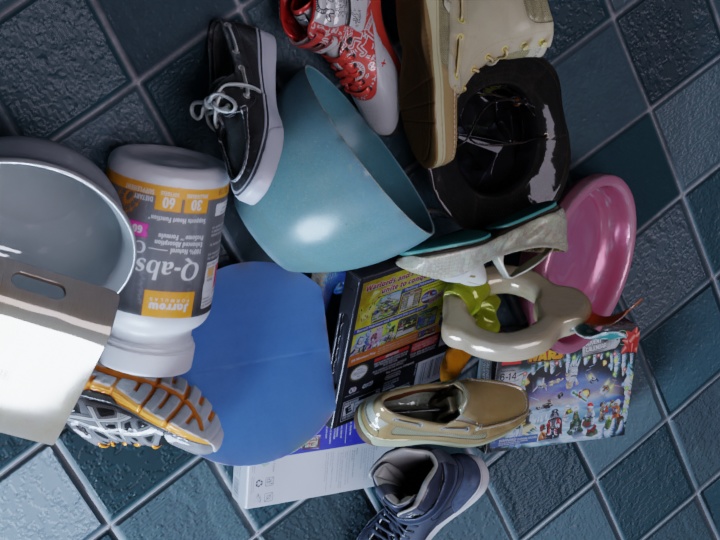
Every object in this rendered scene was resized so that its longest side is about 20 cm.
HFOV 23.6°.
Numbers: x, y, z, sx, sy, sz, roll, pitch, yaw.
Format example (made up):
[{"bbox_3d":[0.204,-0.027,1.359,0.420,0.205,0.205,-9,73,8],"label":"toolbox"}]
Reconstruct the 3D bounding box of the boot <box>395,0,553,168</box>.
[{"bbox_3d":[0.115,-0.201,1.676,0.155,0.073,0.201,-4,88,-29],"label":"boot"}]

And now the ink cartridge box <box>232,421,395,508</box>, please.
[{"bbox_3d":[-0.038,0.186,1.819,0.199,0.039,0.100,-5,110,-29],"label":"ink cartridge box"}]

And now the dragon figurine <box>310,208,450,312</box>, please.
[{"bbox_3d":[0.000,0.000,1.762,0.199,0.059,0.100,-22,118,-26],"label":"dragon figurine"}]

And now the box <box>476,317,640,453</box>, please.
[{"bbox_3d":[0.221,0.128,1.955,0.199,0.040,0.138,-4,108,-30],"label":"box"}]

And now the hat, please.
[{"bbox_3d":[0.124,-0.136,1.779,0.200,0.081,0.202,-7,102,-33],"label":"hat"}]

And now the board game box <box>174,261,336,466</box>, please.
[{"bbox_3d":[-0.101,0.092,1.673,0.157,0.201,0.039,-11,163,10],"label":"board game box"}]

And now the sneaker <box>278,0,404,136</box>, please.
[{"bbox_3d":[-0.021,-0.213,1.655,0.108,0.067,0.203,-27,115,-39],"label":"sneaker"}]

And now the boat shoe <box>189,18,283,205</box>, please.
[{"bbox_3d":[-0.114,-0.151,1.577,0.068,0.074,0.200,20,53,-29],"label":"boat shoe"}]

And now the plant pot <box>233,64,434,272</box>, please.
[{"bbox_3d":[-0.042,-0.076,1.646,0.135,0.200,0.200,-37,125,10],"label":"plant pot"}]

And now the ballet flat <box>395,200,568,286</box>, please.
[{"bbox_3d":[0.129,-0.016,1.718,0.199,0.067,0.063,-18,101,-25],"label":"ballet flat"}]

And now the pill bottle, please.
[{"bbox_3d":[-0.190,-0.010,1.609,0.116,0.116,0.201,0,107,-31],"label":"pill bottle"}]

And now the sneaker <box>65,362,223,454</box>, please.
[{"bbox_3d":[-0.225,0.134,1.633,0.199,0.078,0.078,21,113,6],"label":"sneaker"}]

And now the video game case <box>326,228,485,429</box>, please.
[{"bbox_3d":[0.048,0.056,1.779,0.199,0.025,0.182,-19,131,-42],"label":"video game case"}]

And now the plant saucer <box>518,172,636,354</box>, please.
[{"bbox_3d":[0.230,-0.011,1.872,0.200,0.051,0.202,-31,130,-45],"label":"plant saucer"}]

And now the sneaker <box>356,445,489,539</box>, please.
[{"bbox_3d":[0.031,0.262,1.817,0.202,0.077,0.146,-49,153,11],"label":"sneaker"}]

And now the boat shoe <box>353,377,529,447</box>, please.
[{"bbox_3d":[0.096,0.141,1.763,0.199,0.076,0.072,-7,67,-29],"label":"boat shoe"}]

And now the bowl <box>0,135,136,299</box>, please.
[{"bbox_3d":[-0.295,-0.052,1.523,0.200,0.091,0.202,-1,136,-1],"label":"bowl"}]

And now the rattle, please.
[{"bbox_3d":[0.182,0.078,1.764,0.199,0.130,0.144,3,116,4],"label":"rattle"}]

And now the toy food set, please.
[{"bbox_3d":[-0.315,0.071,1.537,0.143,0.061,0.200,18,132,-17],"label":"toy food set"}]
